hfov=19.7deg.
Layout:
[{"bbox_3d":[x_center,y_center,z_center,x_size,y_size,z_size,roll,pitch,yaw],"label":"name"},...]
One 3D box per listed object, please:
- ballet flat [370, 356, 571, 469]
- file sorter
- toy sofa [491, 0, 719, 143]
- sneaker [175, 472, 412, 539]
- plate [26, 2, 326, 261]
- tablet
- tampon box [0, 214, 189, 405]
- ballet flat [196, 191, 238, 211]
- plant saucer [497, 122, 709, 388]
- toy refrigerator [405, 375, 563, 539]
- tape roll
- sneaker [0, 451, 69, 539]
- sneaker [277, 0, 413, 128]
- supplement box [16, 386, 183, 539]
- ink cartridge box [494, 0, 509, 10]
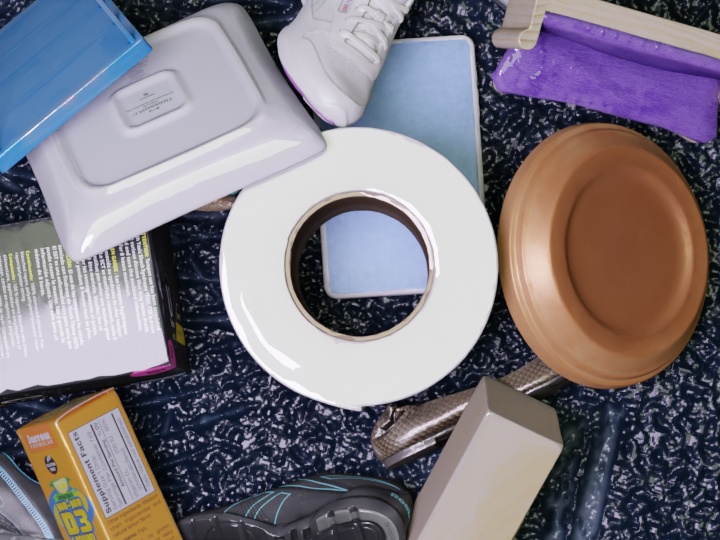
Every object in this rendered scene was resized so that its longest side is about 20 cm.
[{"bbox_3d":[0.098,0.091,1.585,0.200,0.067,0.046,-27,76,5],"label":"ballet flat"},{"bbox_3d":[-0.264,-0.190,1.522,0.139,0.200,0.123,-39,121,-1],"label":"file sorter"},{"bbox_3d":[0.203,-0.159,1.557,0.200,0.083,0.098,14,94,-13],"label":"toy sofa"},{"bbox_3d":[-0.052,0.198,1.580,0.200,0.079,0.076,-7,112,20],"label":"sneaker"},{"bbox_3d":[-0.149,-0.113,1.508,0.199,0.032,0.200,-25,44,-5],"label":"plate"},{"bbox_3d":[0.031,-0.081,1.617,0.130,0.014,0.201,-4,88,1],"label":"tablet"},{"bbox_3d":[-0.239,0.031,1.549,0.200,0.150,0.127,-9,85,1],"label":"tampon box"},{"bbox_3d":[-0.161,-0.085,1.569,0.065,0.070,0.200,-55,48,12],"label":"ballet flat"},{"bbox_3d":[0.190,-0.012,1.545,0.200,0.037,0.201,3,84,-34],"label":"plant saucer"},{"bbox_3d":[0.078,0.188,1.538,0.070,0.076,0.200,26,106,-7],"label":"toy refrigerator"},{"bbox_3d":[0.000,0.000,1.538,0.202,0.139,0.203,0,88,1],"label":"tape roll"},{"bbox_3d":[-0.304,0.175,1.591,0.200,0.073,0.082,17,74,-5],"label":"sneaker"},{"bbox_3d":[-0.005,-0.190,1.535,0.075,0.200,0.100,37,127,-28],"label":"sneaker"},{"bbox_3d":[-0.183,0.193,1.558,0.069,0.066,0.200,-25,94,-40],"label":"supplement box"},{"bbox_3d":[0.142,-0.308,1.611,0.162,0.057,0.200,38,93,3],"label":"ink cartridge box"}]
